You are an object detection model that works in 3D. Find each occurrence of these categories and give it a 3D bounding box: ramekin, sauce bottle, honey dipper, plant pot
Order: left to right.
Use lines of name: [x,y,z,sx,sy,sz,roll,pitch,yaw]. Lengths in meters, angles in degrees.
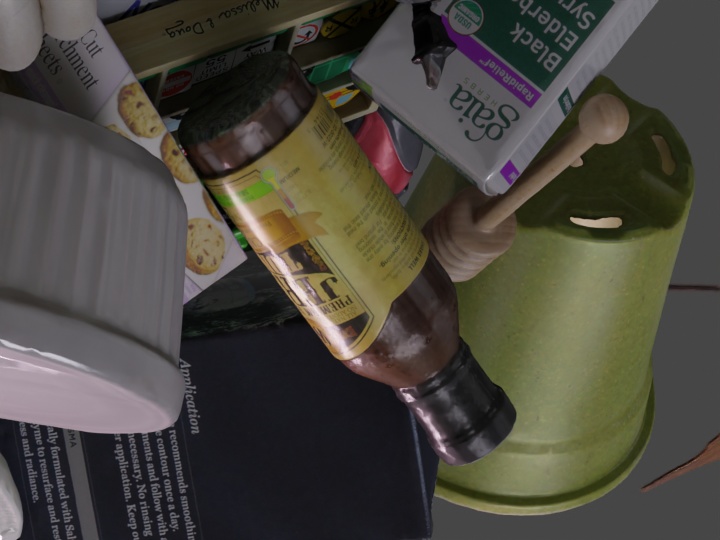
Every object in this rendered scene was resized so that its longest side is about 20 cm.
ramekin: [-0.156,-0.007,1.008,0.201,0.095,0.202,11,169,2]
sauce bottle: [0.000,0.000,1.152,0.065,0.200,0.065,-31,-158,14]
honey dipper: [0.077,-0.042,1.262,0.038,0.038,0.200,-17,168,-23]
plant pot: [0.093,-0.003,1.448,0.200,0.201,0.185,-14,144,-29]

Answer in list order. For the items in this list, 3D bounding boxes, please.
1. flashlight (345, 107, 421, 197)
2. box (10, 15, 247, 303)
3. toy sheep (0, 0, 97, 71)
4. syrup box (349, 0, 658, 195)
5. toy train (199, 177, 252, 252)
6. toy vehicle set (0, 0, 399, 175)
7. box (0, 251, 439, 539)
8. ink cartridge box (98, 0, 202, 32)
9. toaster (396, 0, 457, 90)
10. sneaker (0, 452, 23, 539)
flashlight: [0.043,-0.103,1.291,0.068,0.068,0.200,35,120,-21]
box: [-0.105,-0.061,1.080,0.041,0.039,0.200,-37,138,-7]
toy sheep: [-0.135,-0.133,0.928,0.199,0.138,0.138,-24,158,-6]
syrup box: [0.089,-0.134,1.157,0.200,0.079,0.081,-51,173,1]
toy train: [-0.109,-0.013,1.198,0.199,0.042,0.056,-14,168,-36]
toy vehicle set: [-0.071,-0.080,1.177,0.199,0.027,0.124,-21,160,-21]
box: [-0.064,0.063,1.309,0.199,0.118,0.197,-8,-168,5]
ink cartridge box: [-0.176,-0.084,1.133,0.200,0.043,0.196,-40,155,27]
toaster: [0.030,-0.200,0.896,0.180,0.201,0.119,-34,161,19]
sneaker: [-0.226,0.034,1.185,0.080,0.147,0.200,-30,139,13]
